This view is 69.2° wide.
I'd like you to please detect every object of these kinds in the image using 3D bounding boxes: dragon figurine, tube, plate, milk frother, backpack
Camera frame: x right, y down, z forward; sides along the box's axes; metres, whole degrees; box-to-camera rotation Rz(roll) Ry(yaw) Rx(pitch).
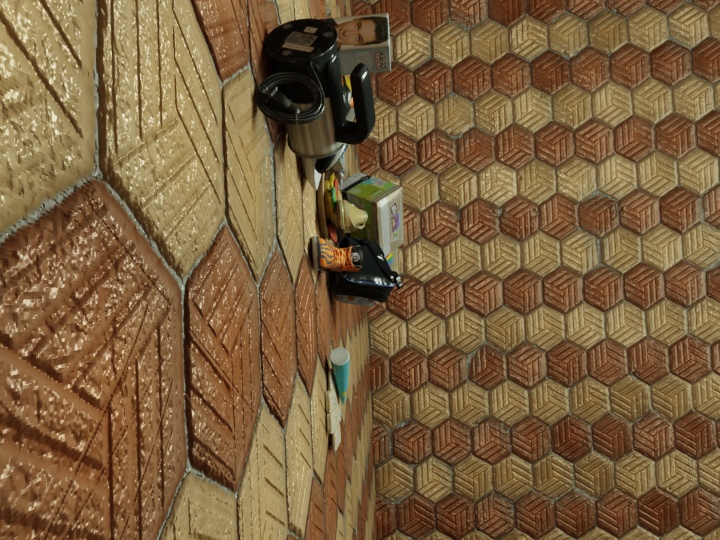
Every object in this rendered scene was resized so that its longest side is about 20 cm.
[{"bbox_3d":[-0.057,-0.285,1.181,0.100,0.057,0.204,-93,-174,-64],"label":"dragon figurine"},{"bbox_3d":[-0.051,0.279,1.383,0.202,0.049,0.079,88,7,-51],"label":"tube"},{"bbox_3d":[-0.109,-0.302,1.121,0.201,0.031,0.204,-85,172,-60],"label":"plate"},{"bbox_3d":[-0.090,-0.256,0.838,0.200,0.179,0.190,-42,149,-23],"label":"milk frother"},{"bbox_3d":[0.000,0.000,1.503,0.155,0.196,0.193,-55,-148,40],"label":"backpack"}]

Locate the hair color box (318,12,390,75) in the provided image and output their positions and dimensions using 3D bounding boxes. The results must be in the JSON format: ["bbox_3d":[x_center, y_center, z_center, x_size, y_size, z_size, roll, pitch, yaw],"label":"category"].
[{"bbox_3d":[-0.039,-0.443,1.030,0.061,0.195,0.101,80,8,-62],"label":"hair color box"}]

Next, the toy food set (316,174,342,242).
[{"bbox_3d":[-0.079,-0.174,1.371,0.202,0.047,0.201,84,5,-47],"label":"toy food set"}]

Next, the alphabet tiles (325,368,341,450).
[{"bbox_3d":[-0.071,0.357,1.363,0.200,0.014,0.201,56,29,-83],"label":"alphabet tiles"}]

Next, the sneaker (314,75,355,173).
[{"bbox_3d":[-0.066,-0.300,1.059,0.070,0.089,0.204,8,-106,61],"label":"sneaker"}]

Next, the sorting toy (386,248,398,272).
[{"bbox_3d":[0.023,-0.041,1.714,0.200,0.195,0.071,-87,169,-57],"label":"sorting toy"}]

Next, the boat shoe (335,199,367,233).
[{"bbox_3d":[-0.019,-0.140,1.331,0.200,0.074,0.074,19,69,-85],"label":"boat shoe"}]

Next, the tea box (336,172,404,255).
[{"bbox_3d":[0.027,-0.175,1.656,0.133,0.194,0.204,-35,133,-36],"label":"tea box"}]

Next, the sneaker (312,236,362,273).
[{"bbox_3d":[-0.051,-0.039,1.213,0.200,0.109,0.080,44,43,-85],"label":"sneaker"}]
